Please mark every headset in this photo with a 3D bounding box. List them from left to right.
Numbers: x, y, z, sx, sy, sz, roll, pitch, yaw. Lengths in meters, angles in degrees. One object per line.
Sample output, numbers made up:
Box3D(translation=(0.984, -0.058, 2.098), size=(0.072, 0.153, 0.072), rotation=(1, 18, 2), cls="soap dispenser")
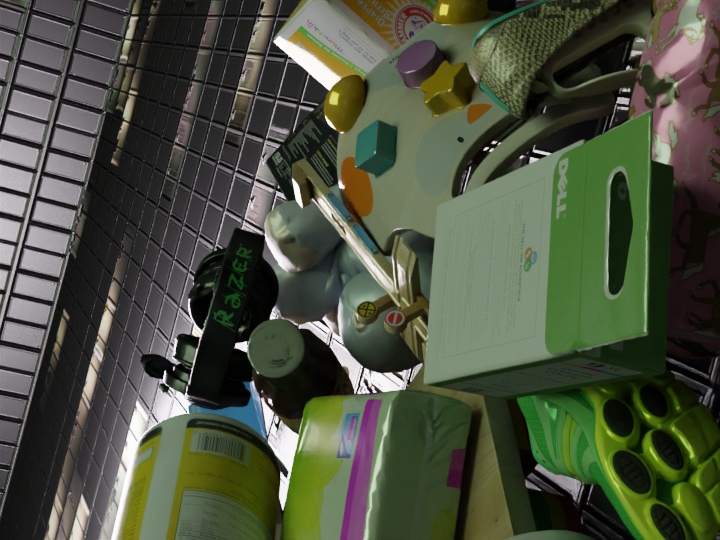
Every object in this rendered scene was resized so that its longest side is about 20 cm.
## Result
Box3D(translation=(-0.116, 0.044, 1.013), size=(0.201, 0.093, 0.125), rotation=(111, 174, -63), cls="headset")

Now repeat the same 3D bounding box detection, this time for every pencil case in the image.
Box3D(translation=(0.183, -0.052, 0.721), size=(0.086, 0.082, 0.203), rotation=(3, 79, 51), cls="pencil case")

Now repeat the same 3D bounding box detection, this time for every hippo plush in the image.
Box3D(translation=(0.039, 0.006, 1.033), size=(0.199, 0.160, 0.161), rotation=(-34, 47, -5), cls="hippo plush")

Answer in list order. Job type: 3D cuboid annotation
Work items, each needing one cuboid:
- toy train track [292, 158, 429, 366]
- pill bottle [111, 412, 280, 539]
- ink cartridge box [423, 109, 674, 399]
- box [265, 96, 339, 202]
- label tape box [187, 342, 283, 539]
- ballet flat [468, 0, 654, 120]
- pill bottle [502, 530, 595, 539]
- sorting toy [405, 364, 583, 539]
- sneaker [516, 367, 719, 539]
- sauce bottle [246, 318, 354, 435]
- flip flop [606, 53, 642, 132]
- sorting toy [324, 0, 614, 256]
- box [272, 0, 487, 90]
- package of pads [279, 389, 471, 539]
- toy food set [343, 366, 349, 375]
Box3D(translation=(0.000, 0.000, 0.907), size=(0.201, 0.032, 0.116), rotation=(52, 162, 35), cls="toy train track")
Box3D(translation=(-0.114, 0.201, 0.917), size=(0.201, 0.111, 0.113), rotation=(-86, 21, -51), cls="pill bottle")
Box3D(translation=(0.106, 0.001, 0.689), size=(0.199, 0.058, 0.106), rotation=(-23, 59, 62), cls="ink cartridge box")
Box3D(translation=(0.002, -0.107, 1.181), size=(0.160, 0.043, 0.200), rotation=(-46, 26, 6), cls="box")
Box3D(translation=(-0.099, 0.164, 1.103), size=(0.145, 0.062, 0.203), rotation=(-116, 15, -65), cls="label tape box")
Box3D(translation=(0.158, -0.148, 0.798), size=(0.076, 0.198, 0.068), rotation=(55, 172, 26), cls="ballet flat")
Box3D(translation=(0.112, 0.236, 0.689), size=(0.201, 0.107, 0.110), rotation=(-109, 39, -55), cls="pill bottle")
Box3D(translation=(0.067, 0.169, 0.901), size=(0.201, 0.069, 0.201), rotation=(-98, 31, -44), cls="sorting toy")
Box3D(translation=(0.141, 0.088, 0.769), size=(0.201, 0.073, 0.085), rotation=(-120, 22, -47), cls="sneaker")
Box3D(translation=(-0.044, 0.080, 0.997), size=(0.200, 0.065, 0.067), rotation=(62, -144, -74), cls="sauce bottle")
Box3D(translation=(0.152, -0.035, 0.826), size=(0.081, 0.057, 0.203), rotation=(-136, 62, -66), cls="flip flop")
Box3D(translation=(0.075, -0.090, 0.870), size=(0.199, 0.107, 0.180), rotation=(-39, 28, -2), cls="sorting toy")
Box3D(translation=(0.038, -0.229, 1.068), size=(0.201, 0.112, 0.101), rotation=(-56, 13, -24), cls="box")
Box3D(translation=(-0.001, 0.180, 0.876), size=(0.154, 0.067, 0.203), rotation=(164, 118, -66), cls="package of pads")
Box3D(translation=(-0.014, 0.198, 1.125), size=(0.201, 0.059, 0.145), rotation=(-105, 24, -54), cls="toy food set")
